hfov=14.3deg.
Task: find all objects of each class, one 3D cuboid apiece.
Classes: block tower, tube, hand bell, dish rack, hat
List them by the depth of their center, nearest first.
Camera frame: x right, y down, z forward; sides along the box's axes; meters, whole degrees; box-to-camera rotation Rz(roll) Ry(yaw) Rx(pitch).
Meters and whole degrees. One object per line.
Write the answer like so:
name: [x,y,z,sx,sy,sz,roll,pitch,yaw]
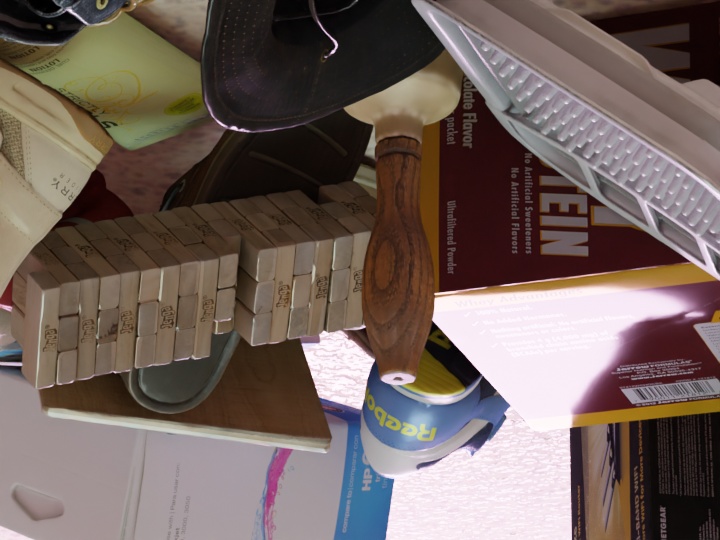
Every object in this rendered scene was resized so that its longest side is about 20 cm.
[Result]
hat: [-0.016,-0.149,1.156,0.081,0.201,0.201,37,171,25]
dish rack: [0.117,-0.059,1.207,0.171,0.044,0.200,36,177,24]
hand bell: [0.018,-0.045,1.277,0.104,0.201,0.104,0,158,0]
tube: [-0.127,-0.101,1.346,0.058,0.052,0.200,28,177,32]
block tower: [-0.071,0.004,1.351,0.199,0.058,0.054,-10,121,-29]

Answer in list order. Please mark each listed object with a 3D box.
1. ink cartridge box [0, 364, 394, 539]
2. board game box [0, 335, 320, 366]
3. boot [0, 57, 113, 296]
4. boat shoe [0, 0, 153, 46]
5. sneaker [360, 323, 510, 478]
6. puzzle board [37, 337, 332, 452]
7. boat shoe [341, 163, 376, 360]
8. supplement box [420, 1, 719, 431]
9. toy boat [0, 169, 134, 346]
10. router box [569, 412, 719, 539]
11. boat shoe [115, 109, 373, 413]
ink cartridge box: [-0.098,0.106,1.564,0.144,0.085,0.200,14,-172,42]
board game box: [-0.142,0.039,1.624,0.199,0.034,0.134,0,168,-33]
boot: [-0.228,-0.042,1.277,0.199,0.156,0.073,28,175,14]
boat shoe: [-0.106,-0.131,1.215,0.200,0.091,0.071,18,152,-36]
sneaker: [0.059,0.050,1.565,0.074,0.083,0.200,30,-149,22]
puzzle board: [-0.104,0.033,1.513,0.150,0.200,0.017,8,117,-17]
boat shoe: [0.000,0.000,1.555,0.073,0.070,0.200,-9,156,22]
supplement box: [0.146,-0.023,1.413,0.196,0.133,0.200,-7,156,19]
toy boat: [-0.185,-0.045,1.397,0.130,0.131,0.200,23,-160,16]
router box: [0.159,0.086,1.589,0.052,0.201,0.157,5,156,-10]
boat shoe: [-0.068,-0.029,1.415,0.072,0.068,0.200,28,102,-34]
